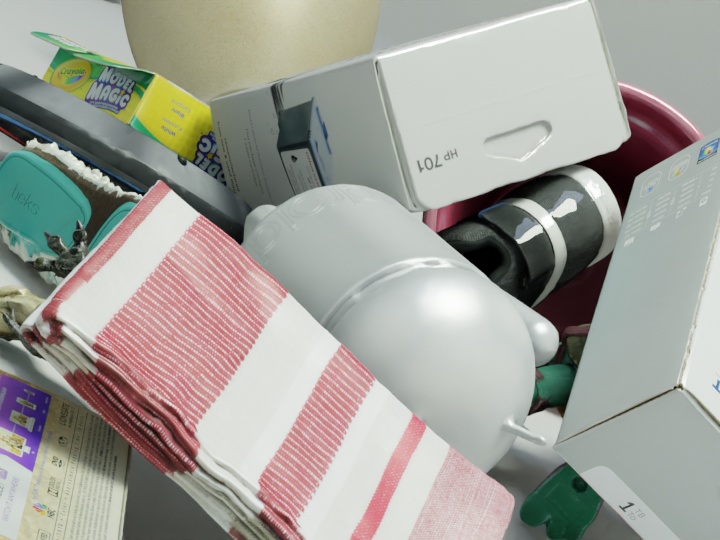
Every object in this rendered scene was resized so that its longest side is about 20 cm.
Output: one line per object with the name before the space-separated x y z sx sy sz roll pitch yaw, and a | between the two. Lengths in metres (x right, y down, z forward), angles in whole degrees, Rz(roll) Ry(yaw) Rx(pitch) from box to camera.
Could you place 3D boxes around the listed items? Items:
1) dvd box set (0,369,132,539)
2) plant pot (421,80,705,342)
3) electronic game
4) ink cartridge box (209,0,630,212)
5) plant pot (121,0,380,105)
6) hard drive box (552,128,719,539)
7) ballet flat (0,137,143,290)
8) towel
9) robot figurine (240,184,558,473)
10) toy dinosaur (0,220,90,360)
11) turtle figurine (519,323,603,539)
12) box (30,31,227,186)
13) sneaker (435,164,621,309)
dvd box set | -0.172 0.048 0.619 0.199 0.030 0.146 26 12 -12
plant pot | 0.138 -0.018 1.252 0.199 0.201 0.179 27 -4 2
electronic game | -0.140 -0.056 1.040 0.199 0.042 0.200 29 -5 3
ink cartridge box | 0.028 -0.082 1.039 0.146 0.086 0.200 -18 5 -29
plant pot | -0.080 -0.159 1.405 0.200 0.200 0.135 20 49 -31
hard drive box | 0.188 0.051 0.898 0.156 0.077 0.200 45 40 -18
ballet flat | -0.112 -0.006 0.893 0.072 0.072 0.200 17 16 -39
towel | -0.025 0.057 0.711 0.200 0.023 0.144 43 25 -6
robot figurine | 0.007 0.033 0.880 0.169 0.114 0.200 -10 29 -25
toy dinosaur | -0.096 0.037 0.745 0.200 0.047 0.088 35 -22 30
turtle figurine | 0.120 0.074 1.010 0.149 0.101 0.200 28 18 19
box | -0.112 -0.083 1.159 0.200 0.049 0.117 33 -5 -40
sneaker | 0.047 0.013 1.027 0.112 0.200 0.073 -25 77 -36
